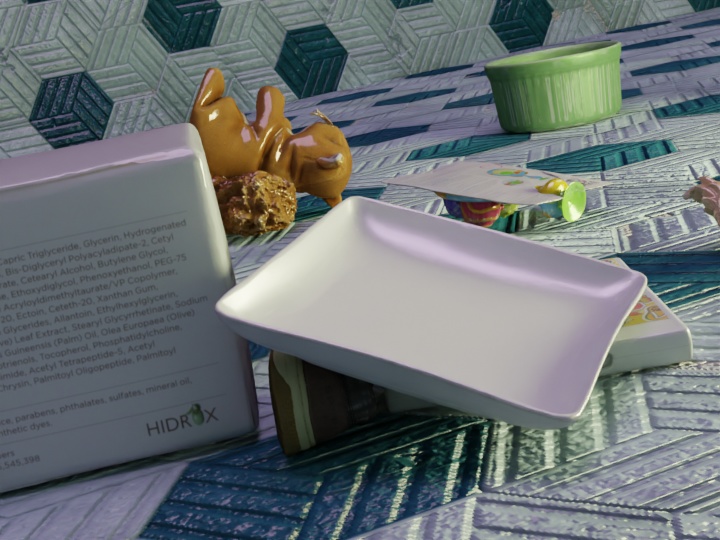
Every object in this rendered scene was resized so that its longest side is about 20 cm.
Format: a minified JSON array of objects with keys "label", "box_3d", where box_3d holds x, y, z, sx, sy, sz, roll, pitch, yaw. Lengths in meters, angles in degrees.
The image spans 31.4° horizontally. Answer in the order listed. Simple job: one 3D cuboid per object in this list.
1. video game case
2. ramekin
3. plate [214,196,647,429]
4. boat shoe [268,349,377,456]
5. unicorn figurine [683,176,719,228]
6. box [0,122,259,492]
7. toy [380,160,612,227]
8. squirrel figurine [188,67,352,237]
[{"label":"video game case","box_3d":[0.101,0.036,0.828,0.179,0.023,0.200,-10,12,2]},{"label":"ramekin","box_3d":[0.281,-0.263,1.842,0.196,0.099,0.200,-10,12,2]},{"label":"plate","box_3d":[0.046,0.023,0.714,0.197,0.033,0.200,16,26,17]},{"label":"boat shoe","box_3d":[-0.017,0.051,0.770,0.064,0.074,0.201,-5,22,2]},{"label":"unicorn figurine","box_3d":[0.354,-0.058,0.952,0.198,0.075,0.138,-25,22,3]},{"label":"box","box_3d":[-0.177,0.015,0.803,0.197,0.174,0.199,-11,12,-6]},{"label":"toy","box_3d":[0.127,-0.067,1.216,0.114,0.048,0.198,-16,17,-40]},{"label":"squirrel figurine","box_3d":[-0.107,-0.106,1.434,0.184,0.142,0.202,15,54,1]}]
